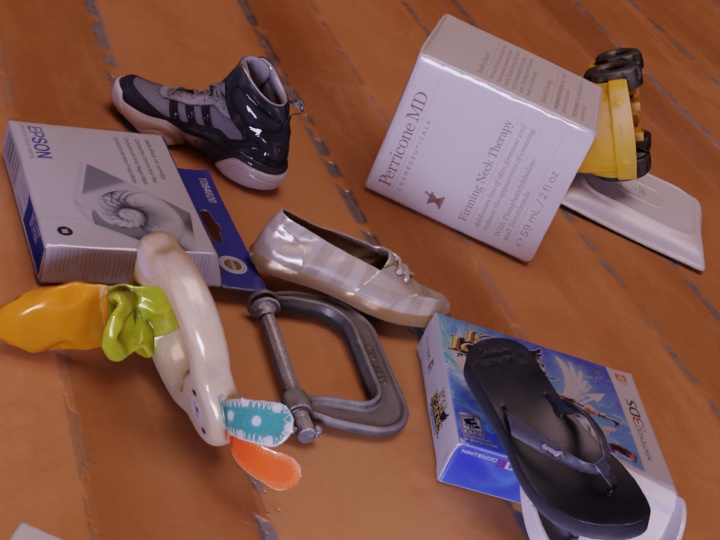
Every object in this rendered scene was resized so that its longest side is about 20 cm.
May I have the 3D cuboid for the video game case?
[{"bbox_3d":[0.153,0.127,1.097,0.199,0.046,0.182,18,28,-14],"label":"video game case"}]

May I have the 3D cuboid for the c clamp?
[{"bbox_3d":[-0.042,0.071,1.054,0.170,0.027,0.200,14,30,-20],"label":"c clamp"}]

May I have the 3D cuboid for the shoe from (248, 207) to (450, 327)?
[{"bbox_3d":[0.000,0.000,1.160,0.199,0.054,0.070,20,16,-23],"label":"shoe"}]

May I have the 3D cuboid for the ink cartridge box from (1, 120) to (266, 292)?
[{"bbox_3d":[-0.193,-0.057,1.125,0.199,0.041,0.200,3,34,-28],"label":"ink cartridge box"}]

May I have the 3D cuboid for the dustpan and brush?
[{"bbox_3d":[0.165,0.206,0.949,0.139,0.057,0.201,28,57,-4],"label":"dustpan and brush"}]

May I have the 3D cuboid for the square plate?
[{"bbox_3d":[0.345,-0.089,1.644,0.197,0.029,0.200,26,27,1],"label":"square plate"}]

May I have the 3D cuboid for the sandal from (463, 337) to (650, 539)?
[{"bbox_3d":[0.138,0.118,0.962,0.076,0.043,0.200,-15,47,-27],"label":"sandal"}]

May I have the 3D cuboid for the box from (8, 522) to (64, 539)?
[{"bbox_3d":[-0.175,0.223,0.615,0.077,0.095,0.200,24,29,-2],"label":"box"}]

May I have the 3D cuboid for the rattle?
[{"bbox_3d":[-0.145,0.078,0.898,0.142,0.130,0.201,-7,59,-38],"label":"rattle"}]

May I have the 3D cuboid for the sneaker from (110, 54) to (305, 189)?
[{"bbox_3d":[-0.146,-0.171,1.294,0.199,0.114,0.075,29,27,8],"label":"sneaker"}]

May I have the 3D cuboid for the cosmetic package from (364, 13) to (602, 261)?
[{"bbox_3d":[0.136,-0.147,1.424,0.199,0.168,0.167,24,28,1],"label":"cosmetic package"}]

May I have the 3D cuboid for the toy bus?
[{"bbox_3d":[0.262,-0.187,1.627,0.190,0.137,0.200,-6,20,17],"label":"toy bus"}]
